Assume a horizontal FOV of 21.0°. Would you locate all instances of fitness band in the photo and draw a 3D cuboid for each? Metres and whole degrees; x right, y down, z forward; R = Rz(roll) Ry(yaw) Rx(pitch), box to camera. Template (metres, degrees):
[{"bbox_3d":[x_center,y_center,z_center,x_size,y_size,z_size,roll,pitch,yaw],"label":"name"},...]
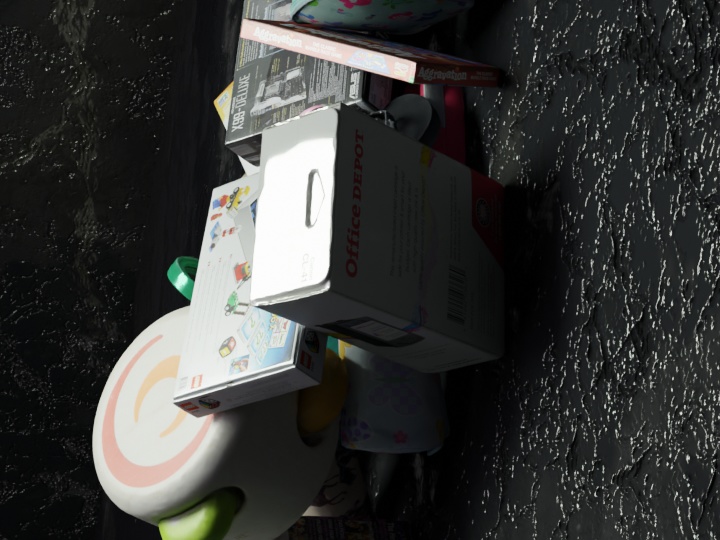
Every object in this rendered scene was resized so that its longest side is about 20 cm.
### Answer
[{"bbox_3d":[0.058,-0.087,1.697,0.144,0.037,0.200,114,159,-61],"label":"fitness band"}]

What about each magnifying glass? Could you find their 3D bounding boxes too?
[{"bbox_3d":[-0.105,0.026,1.837,0.080,0.200,0.022,45,105,35],"label":"magnifying glass"}]

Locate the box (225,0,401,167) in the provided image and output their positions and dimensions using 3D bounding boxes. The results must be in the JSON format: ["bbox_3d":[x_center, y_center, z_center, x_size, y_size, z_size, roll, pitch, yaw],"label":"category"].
[{"bbox_3d":[-0.038,-0.205,1.742,0.158,0.050,0.200,-15,57,35],"label":"box"}]

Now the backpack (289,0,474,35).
[{"bbox_3d":[0.002,-0.277,1.595,0.178,0.200,0.151,-13,68,63],"label":"backpack"}]

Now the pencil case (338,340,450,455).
[{"bbox_3d":[0.026,0.051,1.591,0.083,0.091,0.200,-172,82,-75],"label":"pencil case"}]

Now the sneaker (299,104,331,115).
[{"bbox_3d":[-0.048,-0.043,1.667,0.095,0.079,0.200,-76,2,-66],"label":"sneaker"}]

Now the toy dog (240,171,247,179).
[{"bbox_3d":[-0.062,-0.030,1.866,0.200,0.194,0.140,-118,24,-58],"label":"toy dog"}]

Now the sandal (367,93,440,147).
[{"bbox_3d":[0.011,-0.089,1.574,0.076,0.043,0.200,-21,27,34],"label":"sandal"}]

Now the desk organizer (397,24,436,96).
[{"bbox_3d":[0.015,-0.197,1.852,0.200,0.072,0.077,109,160,-45],"label":"desk organizer"}]

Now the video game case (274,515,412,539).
[{"bbox_3d":[-0.036,0.283,1.602,0.200,0.181,0.036,-101,18,-51],"label":"video game case"}]

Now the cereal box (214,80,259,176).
[{"bbox_3d":[-0.051,-0.138,1.783,0.144,0.040,0.200,-44,43,16],"label":"cereal box"}]

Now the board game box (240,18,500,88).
[{"bbox_3d":[0.006,-0.179,1.588,0.200,0.103,0.019,20,107,41],"label":"board game box"}]

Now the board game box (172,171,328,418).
[{"bbox_3d":[-0.075,0.008,1.501,0.126,0.035,0.200,-17,50,35],"label":"board game box"}]

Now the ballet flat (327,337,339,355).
[{"bbox_3d":[0.000,0.000,1.681,0.063,0.069,0.200,-89,22,-72],"label":"ballet flat"}]

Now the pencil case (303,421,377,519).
[{"bbox_3d":[-0.045,0.173,1.744,0.078,0.089,0.200,-48,-40,-30],"label":"pencil case"}]

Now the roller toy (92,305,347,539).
[{"bbox_3d":[-0.113,0.130,1.593,0.182,0.140,0.200,27,88,49],"label":"roller toy"}]

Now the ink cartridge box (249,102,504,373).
[{"bbox_3d":[0.018,-0.020,1.448,0.086,0.200,0.148,-15,63,41],"label":"ink cartridge box"}]
